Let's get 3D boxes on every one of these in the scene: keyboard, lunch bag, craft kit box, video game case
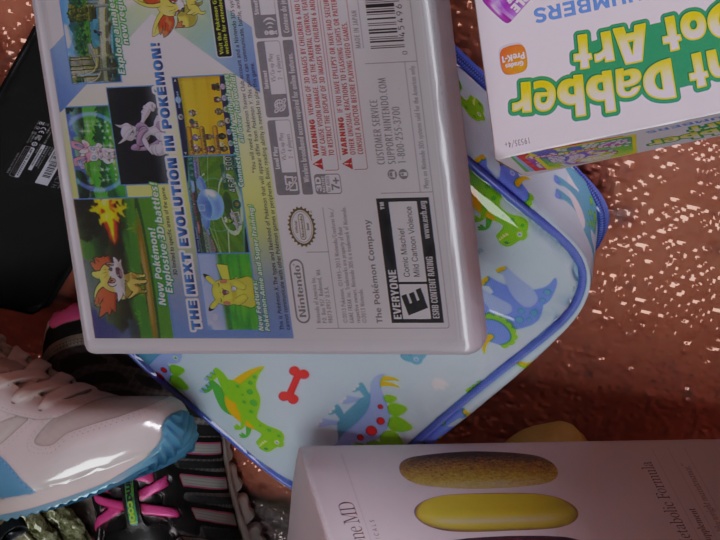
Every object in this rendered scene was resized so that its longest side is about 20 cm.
[{"bbox_3d":[-0.149,-0.066,1.154,0.103,0.040,0.200,14,129,-28],"label":"keyboard"},{"bbox_3d":[0.000,0.000,1.130,0.160,0.083,0.200,39,123,-13],"label":"lunch bag"},{"bbox_3d":[0.133,-0.151,0.946,0.199,0.048,0.199,-12,82,19],"label":"craft kit box"},{"bbox_3d":[-0.045,-0.064,1.047,0.181,0.022,0.202,-1,106,25],"label":"video game case"}]

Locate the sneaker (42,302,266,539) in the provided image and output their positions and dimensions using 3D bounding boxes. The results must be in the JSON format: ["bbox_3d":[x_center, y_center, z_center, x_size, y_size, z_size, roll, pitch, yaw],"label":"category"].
[{"bbox_3d":[-0.099,0.108,1.225,0.073,0.088,0.201,-10,123,18],"label":"sneaker"}]

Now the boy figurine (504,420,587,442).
[{"bbox_3d":[0.033,0.146,1.224,0.199,0.065,0.124,-34,149,9],"label":"boy figurine"}]

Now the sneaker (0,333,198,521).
[{"bbox_3d":[-0.163,0.069,1.167,0.199,0.076,0.081,-7,93,31],"label":"sneaker"}]

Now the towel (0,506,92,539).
[{"bbox_3d":[-0.243,0.114,1.292,0.148,0.037,0.200,-35,112,31],"label":"towel"}]

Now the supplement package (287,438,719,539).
[{"bbox_3d":[0.072,0.149,1.122,0.198,0.114,0.110,0,119,-14],"label":"supplement package"}]

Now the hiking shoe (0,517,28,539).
[{"bbox_3d":[-0.209,0.189,1.269,0.086,0.075,0.200,-7,149,-17],"label":"hiking shoe"}]
